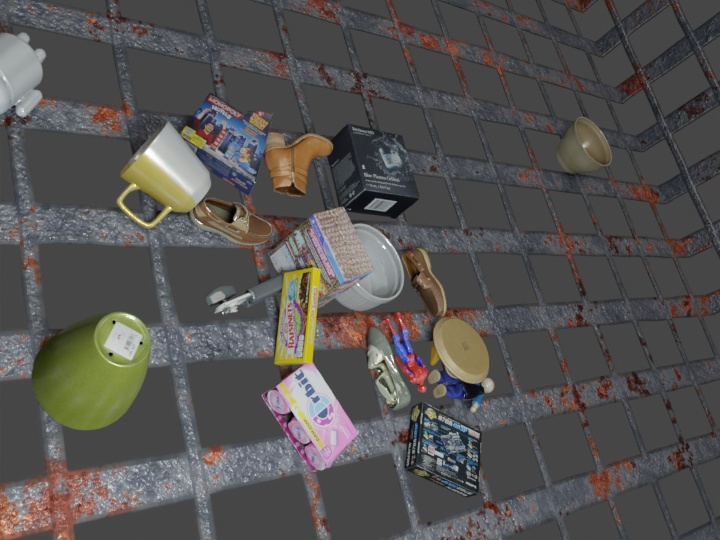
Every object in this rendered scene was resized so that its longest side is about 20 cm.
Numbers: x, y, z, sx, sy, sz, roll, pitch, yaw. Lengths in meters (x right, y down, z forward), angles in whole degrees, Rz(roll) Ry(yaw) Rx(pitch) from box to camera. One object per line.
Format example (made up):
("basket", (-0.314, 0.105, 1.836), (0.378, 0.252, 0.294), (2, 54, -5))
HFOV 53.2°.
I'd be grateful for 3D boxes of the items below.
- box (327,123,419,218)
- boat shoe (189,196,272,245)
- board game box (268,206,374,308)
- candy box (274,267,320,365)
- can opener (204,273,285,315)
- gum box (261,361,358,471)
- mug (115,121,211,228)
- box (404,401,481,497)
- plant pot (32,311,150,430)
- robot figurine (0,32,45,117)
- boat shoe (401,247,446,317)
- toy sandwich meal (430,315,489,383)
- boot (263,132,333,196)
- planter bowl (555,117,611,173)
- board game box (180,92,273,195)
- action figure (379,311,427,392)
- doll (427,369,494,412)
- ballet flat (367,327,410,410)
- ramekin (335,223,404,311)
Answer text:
("box", (0.031, -0.261, 1.904), (0.194, 0.117, 0.203), (3, 63, -38))
("boat shoe", (-0.277, -0.110, 1.589), (0.197, 0.072, 0.077), (13, 58, -34))
("board game box", (-0.091, -0.019, 1.602), (0.096, 0.199, 0.161), (-19, 79, -45))
("candy box", (-0.135, 0.099, 1.534), (0.026, 0.101, 0.204), (18, 70, -42))
("can opener", (-0.239, 0.045, 1.546), (0.198, 0.052, 0.067), (-20, 80, -45))
("gum box", (-0.101, 0.307, 1.503), (0.113, 0.066, 0.202), (-33, 90, -46))
("mug", (-0.409, -0.191, 1.506), (0.153, 0.186, 0.150), (43, 13, -24))
("box", (0.201, 0.426, 1.703), (0.198, 0.046, 0.161), (29, 50, -24))
("plant pot", (-0.434, 0.150, 1.218), (0.185, 0.199, 0.190), (20, 54, -30))
("robot figurine", (-0.687, -0.371, 1.364), (0.169, 0.112, 0.201), (43, 46, -17))
("boat shoe", (0.162, 0.035, 1.882), (0.067, 0.072, 0.203), (-5, 63, -35))
("toy sandwich meal", (0.246, 0.205, 1.834), (0.203, 0.070, 0.208), (24, 44, -26))
("boot", (-0.148, -0.258, 1.786), (0.197, 0.074, 0.157), (-2, 66, -27))
("planter bowl", (0.808, -0.441, 2.646), (0.198, 0.134, 0.203), (19, 55, -30))
("board game box", (-0.295, -0.313, 1.681), (0.198, 0.062, 0.202), (32, 56, -10))
("action figure", (0.113, 0.205, 1.755), (0.065, 0.051, 0.203), (-24, 88, -39))
("doll", (0.265, 0.296, 1.828), (0.197, 0.049, 0.138), (7, 50, -37))
("ballet flat", (0.053, 0.230, 1.679), (0.063, 0.067, 0.203), (-19, 79, -37))
("ramekin", (0.000, 0.000, 1.727), (0.198, 0.105, 0.203), (25, 49, -33))
